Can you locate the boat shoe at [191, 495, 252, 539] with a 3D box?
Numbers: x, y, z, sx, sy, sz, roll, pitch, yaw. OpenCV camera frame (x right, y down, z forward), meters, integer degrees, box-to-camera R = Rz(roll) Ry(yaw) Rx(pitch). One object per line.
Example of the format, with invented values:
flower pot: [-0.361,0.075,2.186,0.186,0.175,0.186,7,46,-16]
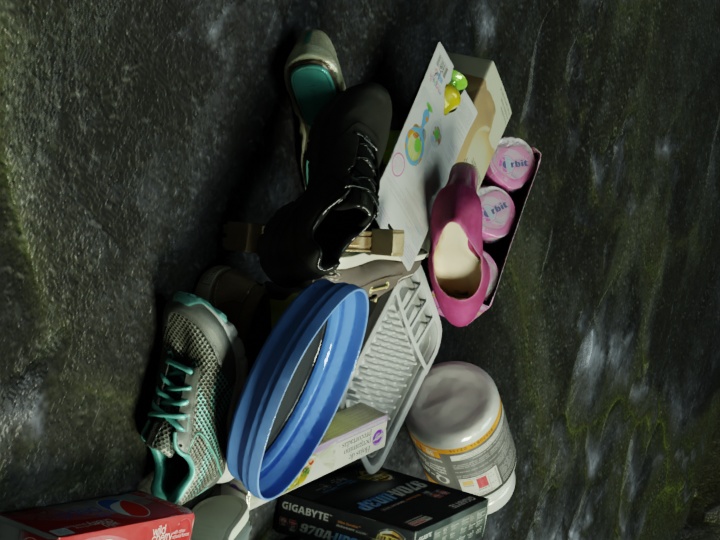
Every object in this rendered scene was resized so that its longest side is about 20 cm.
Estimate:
boat shoe: [-0.154,0.273,1.401,0.200,0.072,0.062,-45,138,-56]

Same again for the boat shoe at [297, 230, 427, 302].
boat shoe: [0.000,0.000,1.588,0.200,0.071,0.060,-9,117,-59]

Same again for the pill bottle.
pill bottle: [0.124,0.206,1.896,0.117,0.116,0.201,-62,151,-28]

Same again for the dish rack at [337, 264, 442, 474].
dish rack: [0.020,0.100,1.711,0.201,0.043,0.172,-63,153,-27]

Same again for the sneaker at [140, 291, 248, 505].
sneaker: [-0.146,0.116,1.338,0.091,0.077,0.201,-39,135,-46]

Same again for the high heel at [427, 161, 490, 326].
high heel: [0.098,-0.004,1.604,0.096,0.067,0.201,-73,171,-51]

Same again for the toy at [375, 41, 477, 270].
toy: [0.051,-0.116,1.587,0.201,0.047,0.115,-63,144,-23]

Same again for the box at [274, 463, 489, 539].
box: [0.025,0.256,1.666,0.200,0.158,0.046,-5,106,-63]

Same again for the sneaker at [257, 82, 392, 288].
sneaker: [-0.011,-0.074,1.378,0.076,0.090,0.201,32,71,-31]

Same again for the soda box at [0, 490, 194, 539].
soda box: [-0.212,0.225,1.263,0.200,0.063,0.071,5,98,-64]

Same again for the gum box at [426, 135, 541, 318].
gum box: [0.137,-0.050,1.797,0.114,0.066,0.201,126,-15,-74]

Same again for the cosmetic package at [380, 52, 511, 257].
cosmetic package: [0.088,-0.123,1.704,0.201,0.071,0.105,-66,153,-21]

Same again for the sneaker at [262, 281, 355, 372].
sneaker: [-0.055,0.084,1.501,0.091,0.078,0.200,-64,153,-25]

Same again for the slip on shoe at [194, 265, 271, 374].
slip on shoe: [-0.105,0.090,1.420,0.076,0.060,0.201,-41,138,-51]

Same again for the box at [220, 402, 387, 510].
box: [-0.053,0.180,1.550,0.199,0.041,0.039,-20,123,-46]

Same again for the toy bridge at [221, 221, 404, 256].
toy bridge: [-0.048,-0.028,1.458,0.199,0.067,0.027,1,93,-44]

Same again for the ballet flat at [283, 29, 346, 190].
ballet flat: [-0.027,-0.135,1.472,0.063,0.067,0.201,-86,171,-46]

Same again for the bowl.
bowl: [-0.055,0.101,1.375,0.201,0.039,0.201,-58,164,-28]

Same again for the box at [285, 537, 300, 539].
box: [-0.020,0.395,1.593,0.124,0.199,0.198,-6,108,-65]
